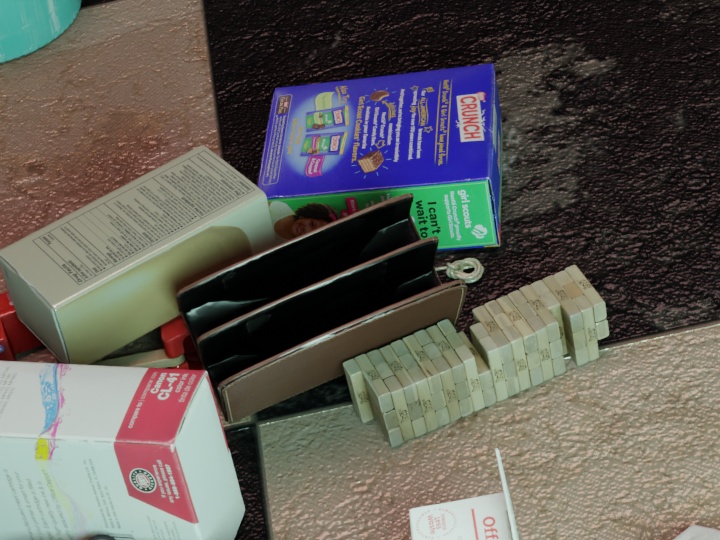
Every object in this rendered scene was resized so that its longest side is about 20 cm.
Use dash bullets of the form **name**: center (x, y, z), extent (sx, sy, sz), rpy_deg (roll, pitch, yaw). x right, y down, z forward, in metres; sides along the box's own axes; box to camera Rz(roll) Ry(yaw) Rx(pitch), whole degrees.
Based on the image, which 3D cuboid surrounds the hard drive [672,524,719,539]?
- **hard drive**: center (0.289, 0.210, 1.350), extent (0.199, 0.027, 0.132), rpy_deg (10, 12, 26)

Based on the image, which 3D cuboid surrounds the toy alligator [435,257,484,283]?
- **toy alligator**: center (0.000, 0.000, 1.705), extent (0.199, 0.054, 0.059), rpy_deg (-12, 39, 1)

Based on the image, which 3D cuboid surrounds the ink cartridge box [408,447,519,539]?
- **ink cartridge box**: center (0.075, 0.221, 1.304), extent (0.067, 0.201, 0.115), rpy_deg (-11, 39, 3)

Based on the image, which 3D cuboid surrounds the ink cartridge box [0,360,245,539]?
- **ink cartridge box**: center (-0.197, 0.145, 1.513), extent (0.199, 0.148, 0.086), rpy_deg (4, 41, 18)

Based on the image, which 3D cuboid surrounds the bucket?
- **bucket**: center (-0.382, -0.312, 2.120), extent (0.206, 0.135, 0.208), rpy_deg (-7, 40, 6)

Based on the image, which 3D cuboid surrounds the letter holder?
- **letter holder**: center (-0.031, 0.021, 1.587), extent (0.199, 0.142, 0.101), rpy_deg (-23, 78, -7)

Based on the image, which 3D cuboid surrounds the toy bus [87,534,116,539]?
- **toy bus**: center (-0.148, 0.235, 1.455), extent (0.199, 0.065, 0.079), rpy_deg (2, 42, 18)

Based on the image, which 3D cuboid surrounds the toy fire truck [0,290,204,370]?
- **toy fire truck**: center (-0.224, 0.055, 1.705), extent (0.199, 0.049, 0.141), rpy_deg (-20, 39, -9)

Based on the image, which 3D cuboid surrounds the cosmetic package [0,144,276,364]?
- **cosmetic package**: center (-0.176, -0.011, 1.675), extent (0.199, 0.071, 0.105), rpy_deg (-29, 42, -21)

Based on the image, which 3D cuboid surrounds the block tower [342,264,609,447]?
- **block tower**: center (0.090, 0.066, 1.601), extent (0.199, 0.054, 0.058), rpy_deg (-22, 39, -10)

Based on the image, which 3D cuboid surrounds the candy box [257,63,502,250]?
- **candy box**: center (0.021, -0.092, 1.792), extent (0.199, 0.077, 0.170), rpy_deg (-6, 39, 10)
